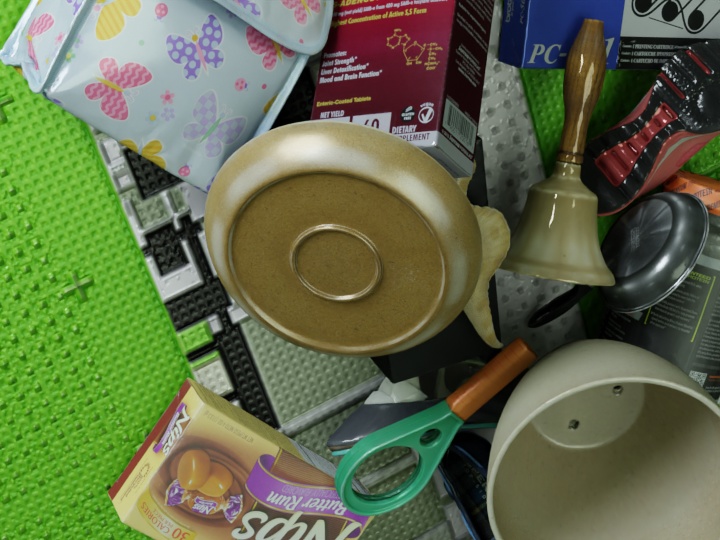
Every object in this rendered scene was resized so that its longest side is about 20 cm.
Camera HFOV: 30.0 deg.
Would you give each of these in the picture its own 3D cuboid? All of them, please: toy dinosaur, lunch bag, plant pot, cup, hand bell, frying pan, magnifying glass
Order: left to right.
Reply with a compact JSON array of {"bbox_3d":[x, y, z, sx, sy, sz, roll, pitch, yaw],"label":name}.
[{"bbox_3d":[-0.120,-0.179,0.919,0.169,0.127,0.201,31,92,-36],"label":"lunch bag"},{"bbox_3d":[-0.015,-0.011,0.928,0.197,0.028,0.202,6,129,7],"label":"plant pot"},{"bbox_3d":[0.061,0.127,1.086,0.200,0.022,0.079,-43,131,10],"label":"magnifying glass"},{"bbox_3d":[0.069,-0.002,0.999,0.100,0.058,0.202,-21,118,-14],"label":"toy dinosaur"},{"bbox_3d":[0.165,-0.096,1.063,0.103,0.104,0.203,5,97,-25],"label":"hand bell"},{"bbox_3d":[0.189,0.135,1.068,0.197,0.144,0.203,-1,116,-3],"label":"cup"},{"bbox_3d":[0.213,-0.014,1.131,0.031,0.189,0.116,35,65,-26],"label":"frying pan"}]

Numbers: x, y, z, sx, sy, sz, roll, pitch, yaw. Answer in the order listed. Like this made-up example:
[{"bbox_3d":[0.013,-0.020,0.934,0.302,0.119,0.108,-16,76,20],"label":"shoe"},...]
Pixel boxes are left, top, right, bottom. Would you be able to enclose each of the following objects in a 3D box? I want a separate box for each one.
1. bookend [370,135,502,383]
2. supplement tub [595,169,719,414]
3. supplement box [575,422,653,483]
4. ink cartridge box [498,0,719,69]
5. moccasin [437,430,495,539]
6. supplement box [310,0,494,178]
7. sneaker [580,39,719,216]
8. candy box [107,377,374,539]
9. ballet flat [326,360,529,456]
[{"bbox_3d":[0.000,0.000,1.058,0.196,0.092,0.203,-17,116,-15],"label":"bookend"},{"bbox_3d":[0.281,0.022,1.173,0.121,0.122,0.203,10,106,-26],"label":"supplement tub"},{"bbox_3d":[0.213,0.233,1.218,0.102,0.131,0.202,23,100,-30],"label":"supplement box"},{"bbox_3d":[0.212,-0.213,1.099,0.197,0.044,0.095,-3,108,-23],"label":"ink cartridge box"},{"bbox_3d":[0.122,0.229,1.146,0.081,0.200,0.068,-48,156,17],"label":"moccasin"},{"bbox_3d":[0.033,-0.167,0.947,0.061,0.108,0.203,32,62,-54],"label":"supplement box"},{"bbox_3d":[0.256,-0.122,1.124,0.199,0.087,0.074,-38,80,11],"label":"sneaker"},{"bbox_3d":[-0.093,0.189,1.109,0.199,0.056,0.117,35,92,-29],"label":"candy box"},{"bbox_3d":[0.062,0.111,1.149,0.197,0.073,0.074,-7,112,-15],"label":"ballet flat"}]
